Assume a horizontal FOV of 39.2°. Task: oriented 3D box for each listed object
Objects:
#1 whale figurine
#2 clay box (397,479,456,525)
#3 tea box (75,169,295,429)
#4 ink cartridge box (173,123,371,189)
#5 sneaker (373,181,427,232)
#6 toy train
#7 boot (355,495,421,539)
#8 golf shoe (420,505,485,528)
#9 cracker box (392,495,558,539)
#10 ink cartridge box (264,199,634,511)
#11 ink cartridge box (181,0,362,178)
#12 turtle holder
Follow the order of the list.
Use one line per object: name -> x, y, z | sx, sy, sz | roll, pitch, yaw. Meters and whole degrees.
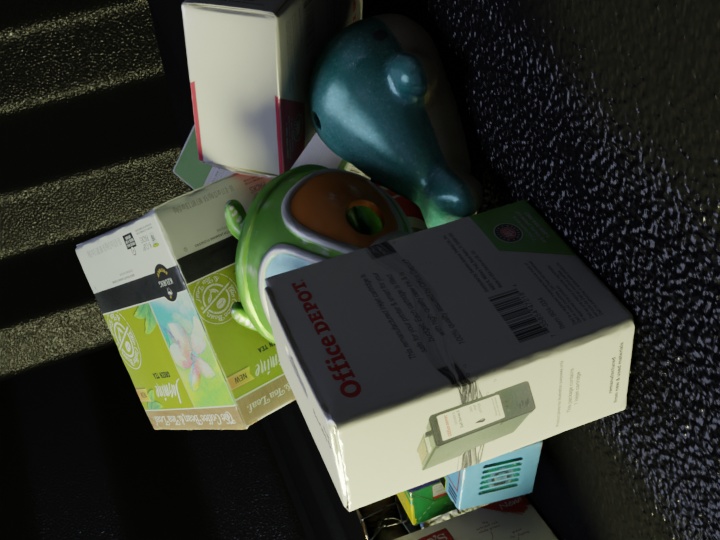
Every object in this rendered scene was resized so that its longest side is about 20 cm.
whale figurine -> 0.025, -0.106, 0.799 | 0.159, 0.103, 0.201 | 98, 150, -62
clay box -> 0.060, 0.130, 0.932 | 0.200, 0.114, 0.048 | -123, 20, -49
tea box -> -0.134, 0.029, 0.918 | 0.200, 0.133, 0.198 | -15, 101, 56
ink cartridge box -> -0.084, -0.106, 0.981 | 0.200, 0.048, 0.146 | 39, 108, 35
sneaker -> 0.000, 0.000, 0.970 | 0.200, 0.071, 0.113 | -52, 30, 32
toy train -> 0.079, 0.095, 0.836 | 0.200, 0.086, 0.115 | -124, 32, -51
boot -> 0.026, 0.225, 0.985 | 0.201, 0.074, 0.097 | 67, 171, -19
golf shoe -> 0.088, 0.220, 1.034 | 0.200, 0.078, 0.098 | 117, 141, -70
cracker box -> 0.120, 0.281, 0.826 | 0.200, 0.133, 0.058 | -129, 25, -58
ink cartridge box -> 0.053, 0.048, 0.662 | 0.146, 0.199, 0.084 | -122, 19, -48
ink cartridge box -> -0.067, -0.195, 0.863 | 0.200, 0.082, 0.147 | -62, -22, -49
turtle holder -> -0.022, 0.016, 0.786 | 0.131, 0.140, 0.187 | 17, 101, 42
